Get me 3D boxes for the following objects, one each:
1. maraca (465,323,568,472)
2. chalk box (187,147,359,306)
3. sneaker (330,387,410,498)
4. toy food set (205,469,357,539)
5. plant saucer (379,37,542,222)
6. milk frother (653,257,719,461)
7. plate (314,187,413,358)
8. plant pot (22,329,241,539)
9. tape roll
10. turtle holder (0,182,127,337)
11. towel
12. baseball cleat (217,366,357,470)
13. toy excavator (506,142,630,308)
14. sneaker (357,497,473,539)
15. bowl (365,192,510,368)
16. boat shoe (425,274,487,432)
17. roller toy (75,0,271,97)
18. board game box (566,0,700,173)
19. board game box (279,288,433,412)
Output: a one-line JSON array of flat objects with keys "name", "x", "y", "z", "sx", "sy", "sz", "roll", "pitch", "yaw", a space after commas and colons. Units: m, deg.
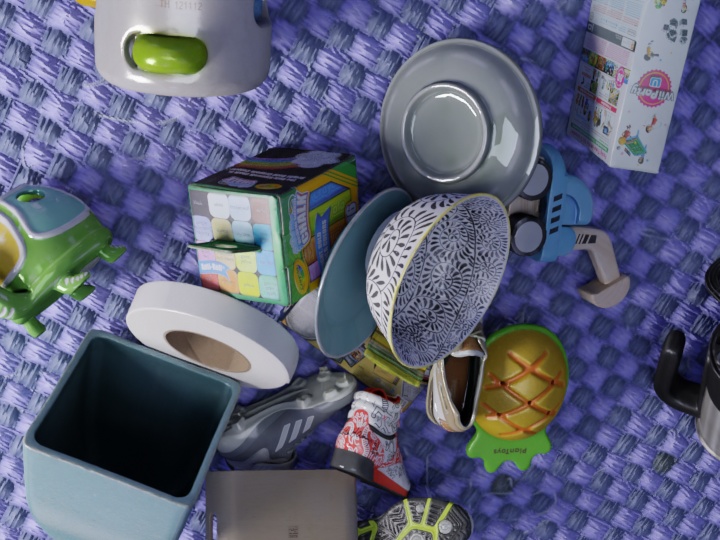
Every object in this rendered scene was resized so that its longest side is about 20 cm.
[{"name": "maraca", "x": 0.190, "y": 0.159, "z": 1.363, "sx": 0.134, "sy": 0.107, "sz": 0.204, "roll": 0, "pitch": 112, "yaw": -9}, {"name": "chalk box", "x": -0.100, "y": -0.043, "z": 1.190, "sx": 0.123, "sy": 0.199, "sz": 0.126, "roll": 9, "pitch": 116, "yaw": 32}, {"name": "sneaker", "x": 0.030, "y": 0.211, "z": 1.358, "sx": 0.066, "sy": 0.201, "sz": 0.110, "roll": 14, "pitch": 76, "yaw": 25}, {"name": "toy food set", "x": -0.092, "y": 0.317, "z": 1.350, "sx": 0.196, "sy": 0.060, "sz": 0.147, "roll": 3, "pitch": 79, "yaw": -24}, {"name": "plant saucer", "x": 0.100, "y": -0.152, "z": 1.214, "sx": 0.197, "sy": 0.050, "sz": 0.204, "roll": 6, "pitch": 102, "yaw": 29}, {"name": "milk frother", "x": 0.480, "y": 0.103, "z": 1.372, "sx": 0.200, "sy": 0.179, "sz": 0.189, "roll": -45, "pitch": 150, "yaw": -19}, {"name": "plate", "x": 0.000, "y": 0.000, "z": 1.226, "sx": 0.025, "sy": 0.199, "sz": 0.204, "roll": 25, "pitch": 109, "yaw": 24}, {"name": "plant pot", "x": -0.273, "y": 0.230, "z": 1.282, "sx": 0.193, "sy": 0.198, "sz": 0.202, "roll": 21, "pitch": 127, "yaw": -1}, {"name": "tape roll", "x": -0.167, "y": 0.076, "z": 1.254, "sx": 0.200, "sy": 0.202, "sz": 0.038, "roll": 27, "pitch": 65, "yaw": -15}, {"name": "turtle holder", "x": -0.363, "y": -0.010, "z": 1.205, "sx": 0.132, "sy": 0.141, "sz": 0.185, "roll": 47, "pitch": 61, "yaw": -3}, {"name": "towel", "x": 0.081, "y": 0.031, "z": 1.312, "sx": 0.085, "sy": 0.018, "sz": 0.203, "roll": 30, "pitch": 83, "yaw": -26}, {"name": "baseball cleat", "x": -0.083, "y": 0.193, "z": 1.370, "sx": 0.197, "sy": 0.070, "sz": 0.108, "roll": -19, "pitch": 118, "yaw": 13}, {"name": "toy excavator", "x": 0.240, "y": -0.051, "z": 1.306, "sx": 0.196, "sy": 0.100, "sz": 0.198, "roll": -2, "pitch": 106, "yaw": -21}, {"name": "sneaker", "x": 0.054, "y": 0.333, "z": 1.410, "sx": 0.197, "sy": 0.076, "sz": 0.077, "roll": -16, "pitch": 75, "yaw": 24}, {"name": "bowl", "x": 0.066, "y": -0.006, "z": 1.197, "sx": 0.199, "sy": 0.093, "sz": 0.204, "roll": -31, "pitch": 136, "yaw": -36}, {"name": "boat shoe", "x": 0.118, "y": 0.086, "z": 1.287, "sx": 0.073, "sy": 0.068, "sz": 0.204, "roll": -2, "pitch": 95, "yaw": -20}, {"name": "roller toy", "x": -0.181, "y": -0.264, "z": 1.126, "sx": 0.180, "sy": 0.199, "sz": 0.142, "roll": -14, "pitch": 117, "yaw": -40}, {"name": "board game box", "x": 0.295, "y": -0.227, "z": 1.214, "sx": 0.063, "sy": 0.148, "sz": 0.204, "roll": 5, "pitch": 110, "yaw": -11}, {"name": "board game box", "x": 0.019, "y": 0.063, "z": 1.347, "sx": 0.199, "sy": 0.035, "sz": 0.136, "roll": 38, "pitch": 102, "yaw": -18}]
